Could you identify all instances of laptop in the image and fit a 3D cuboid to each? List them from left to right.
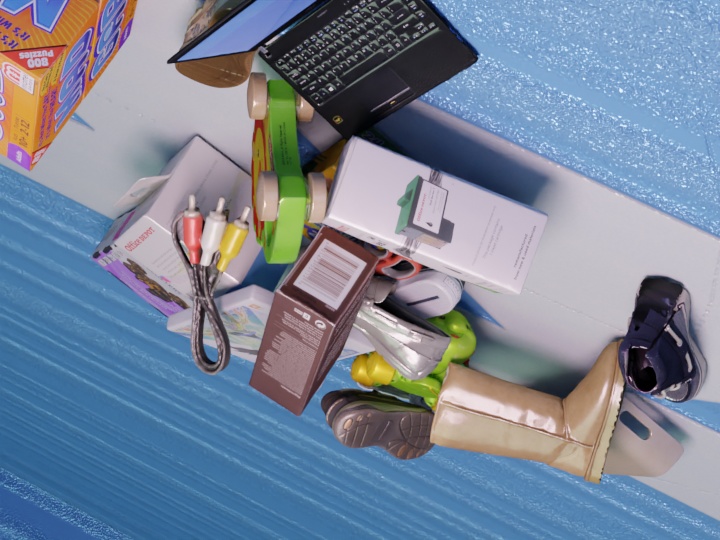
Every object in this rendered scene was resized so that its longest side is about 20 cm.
[{"bbox_3d":[-0.031,-0.185,1.172,0.176,0.104,0.200,-26,122,40],"label":"laptop"}]

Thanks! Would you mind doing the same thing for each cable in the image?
[{"bbox_3d":[-0.177,0.013,1.475,0.096,0.203,0.050,13,-171,14],"label":"cable"}]

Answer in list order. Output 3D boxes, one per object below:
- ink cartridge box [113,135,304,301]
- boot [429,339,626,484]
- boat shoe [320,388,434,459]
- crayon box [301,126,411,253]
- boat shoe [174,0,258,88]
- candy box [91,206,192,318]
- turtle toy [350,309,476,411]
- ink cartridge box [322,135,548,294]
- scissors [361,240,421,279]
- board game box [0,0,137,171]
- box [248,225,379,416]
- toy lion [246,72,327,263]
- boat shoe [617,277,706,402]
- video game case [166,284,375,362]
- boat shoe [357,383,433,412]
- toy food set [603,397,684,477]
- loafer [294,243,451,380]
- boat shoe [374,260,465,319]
[{"bbox_3d":[-0.185,-0.052,1.583,0.199,0.126,0.128,38,152,-15],"label":"ink cartridge box"},{"bbox_3d":[0.188,0.138,1.480,0.197,0.178,0.066,15,-167,11],"label":"boot"},{"bbox_3d":[0.029,0.179,1.656,0.199,0.075,0.073,22,-161,-48],"label":"boat shoe"},{"bbox_3d":[-0.003,-0.074,1.444,0.125,0.052,0.199,38,152,-14],"label":"crayon box"},{"bbox_3d":[-0.127,-0.234,1.299,0.072,0.064,0.200,20,161,-20],"label":"boat shoe"},{"bbox_3d":[-0.244,-0.012,1.773,0.167,0.072,0.199,40,153,-18],"label":"candy box"},{"bbox_3d":[0.080,0.102,1.592,0.144,0.102,0.200,20,168,-11],"label":"turtle toy"},{"bbox_3d":[0.065,-0.051,1.293,0.198,0.085,0.146,21,178,-4],"label":"ink cartridge box"},{"bbox_3d":[0.000,0.000,1.496,0.073,0.014,0.200,35,152,-15],"label":"scissors"},{"bbox_3d":[-0.346,-0.263,1.301,0.199,0.201,0.200,31,154,-3],"label":"board game box"},{"bbox_3d":[-0.051,0.055,1.388,0.074,0.101,0.201,29,145,7],"label":"box"},{"bbox_3d":[-0.086,-0.090,1.361,0.068,0.202,0.193,0,144,-12],"label":"toy lion"},{"bbox_3d":[0.306,0.101,1.382,0.074,0.093,0.201,12,148,31],"label":"boat shoe"},{"bbox_3d":[-0.106,0.074,1.585,0.181,0.022,0.199,24,156,-31],"label":"video game case"},{"bbox_3d":[0.086,0.157,1.730,0.198,0.070,0.071,14,149,29],"label":"boat shoe"},{"bbox_3d":[0.276,0.181,1.606,0.143,0.061,0.199,38,161,-16],"label":"toy food set"},{"bbox_3d":[0.013,0.034,1.469,0.199,0.070,0.070,40,-162,1],"label":"loafer"},{"bbox_3d":[0.049,0.021,1.529,0.198,0.071,0.073,-7,123,44],"label":"boat shoe"}]
